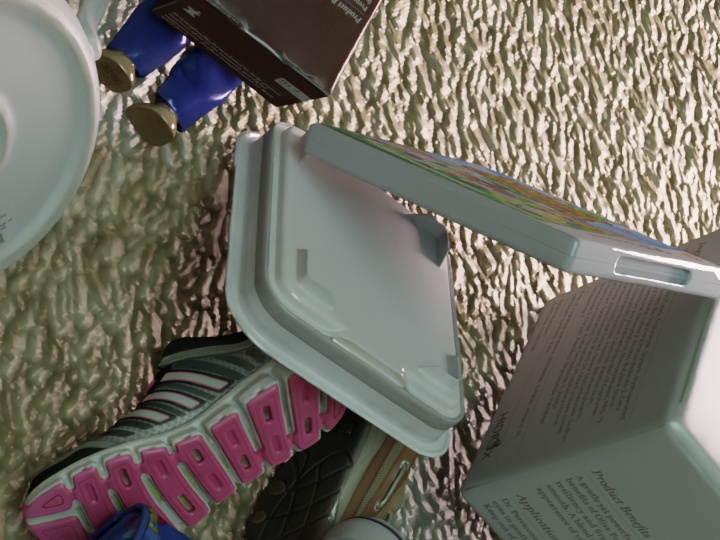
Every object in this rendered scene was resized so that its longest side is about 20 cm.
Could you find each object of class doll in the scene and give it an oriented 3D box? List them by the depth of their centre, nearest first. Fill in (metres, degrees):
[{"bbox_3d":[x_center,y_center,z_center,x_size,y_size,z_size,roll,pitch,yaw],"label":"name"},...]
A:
[{"bbox_3d":[-0.077,-0.171,0.948,0.200,0.048,0.137,-47,112,-25],"label":"doll"}]

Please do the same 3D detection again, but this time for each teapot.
[{"bbox_3d":[-0.238,-0.094,0.794,0.199,0.146,0.198,16,105,-51],"label":"teapot"}]

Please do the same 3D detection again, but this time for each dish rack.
[{"bbox_3d":[0.000,0.000,0.921,0.171,0.043,0.201,36,30,-26],"label":"dish rack"}]

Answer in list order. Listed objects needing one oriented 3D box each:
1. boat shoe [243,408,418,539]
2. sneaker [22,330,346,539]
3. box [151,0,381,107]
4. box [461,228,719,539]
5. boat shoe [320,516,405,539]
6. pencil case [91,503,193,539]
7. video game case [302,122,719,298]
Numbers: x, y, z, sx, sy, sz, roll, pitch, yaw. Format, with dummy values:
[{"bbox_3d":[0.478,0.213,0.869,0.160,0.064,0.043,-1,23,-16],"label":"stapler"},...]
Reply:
[{"bbox_3d":[-0.004,0.133,0.963,0.072,0.076,0.201,39,75,-34],"label":"boat shoe"},{"bbox_3d":[-0.106,0.091,0.906,0.199,0.088,0.074,-29,127,-7],"label":"sneaker"},{"bbox_3d":[-0.024,-0.206,0.909,0.100,0.075,0.201,36,71,-25],"label":"box"},{"bbox_3d":[0.210,0.120,1.006,0.199,0.171,0.200,49,44,-18],"label":"box"},{"bbox_3d":[0.018,0.195,0.930,0.066,0.072,0.201,-56,151,-33],"label":"boat shoe"},{"bbox_3d":[-0.075,0.208,0.868,0.078,0.087,0.200,-41,116,21],"label":"pencil case"},{"bbox_3d":[0.092,-0.035,0.921,0.181,0.199,0.022,9,104,-52],"label":"video game case"}]
